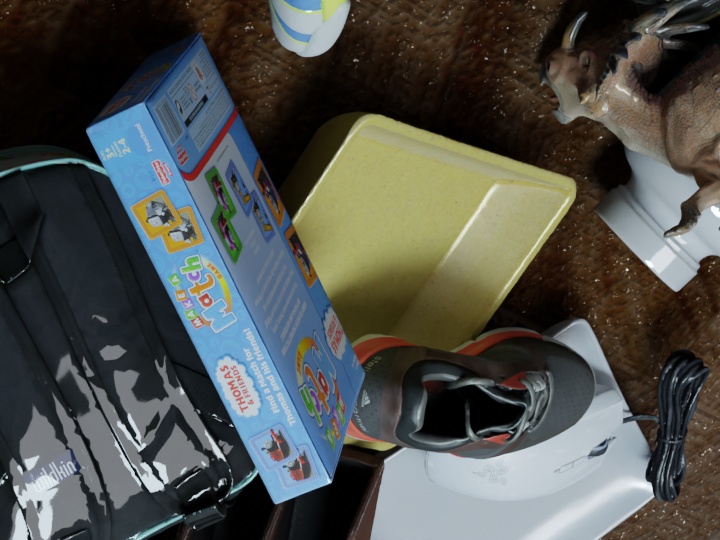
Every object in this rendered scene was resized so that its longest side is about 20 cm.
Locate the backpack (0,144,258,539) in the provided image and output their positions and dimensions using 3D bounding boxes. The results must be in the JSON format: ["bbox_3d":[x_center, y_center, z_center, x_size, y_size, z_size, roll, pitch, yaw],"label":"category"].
[{"bbox_3d":[-0.160,0.039,1.231,0.175,0.153,0.201,-27,110,-6],"label":"backpack"}]

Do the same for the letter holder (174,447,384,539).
[{"bbox_3d":[-0.062,0.213,1.441,0.100,0.142,0.201,14,126,6],"label":"letter holder"}]

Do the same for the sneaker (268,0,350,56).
[{"bbox_3d":[-0.057,-0.193,1.191,0.104,0.076,0.201,-7,122,-14],"label":"sneaker"}]

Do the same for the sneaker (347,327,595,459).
[{"bbox_3d":[0.074,0.079,1.407,0.199,0.082,0.078,-1,103,-43],"label":"sneaker"}]

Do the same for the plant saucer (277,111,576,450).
[{"bbox_3d":[0.000,0.000,1.384,0.199,0.048,0.200,15,116,-49],"label":"plant saucer"}]

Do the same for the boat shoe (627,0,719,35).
[{"bbox_3d":[0.232,-0.201,1.372,0.200,0.072,0.061,-30,137,2],"label":"boat shoe"}]

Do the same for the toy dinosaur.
[{"bbox_3d":[0.204,-0.096,1.345,0.199,0.136,0.086,-16,175,1],"label":"toy dinosaur"}]

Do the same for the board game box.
[{"bbox_3d":[-0.061,-0.005,1.216,0.036,0.151,0.201,-24,103,13],"label":"board game box"}]

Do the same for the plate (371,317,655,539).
[{"bbox_3d":[0.084,0.135,1.578,0.199,0.032,0.200,-37,137,-4],"label":"plate"}]

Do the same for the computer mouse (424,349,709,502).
[{"bbox_3d":[0.131,0.109,1.533,0.199,0.044,0.110,-8,129,-29],"label":"computer mouse"}]

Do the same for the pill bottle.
[{"bbox_3d":[0.229,-0.082,1.437,0.200,0.111,0.111,-45,137,6],"label":"pill bottle"}]

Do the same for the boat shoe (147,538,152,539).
[{"bbox_3d":[-0.187,0.145,1.342,0.199,0.071,0.071,10,123,-39],"label":"boat shoe"}]
